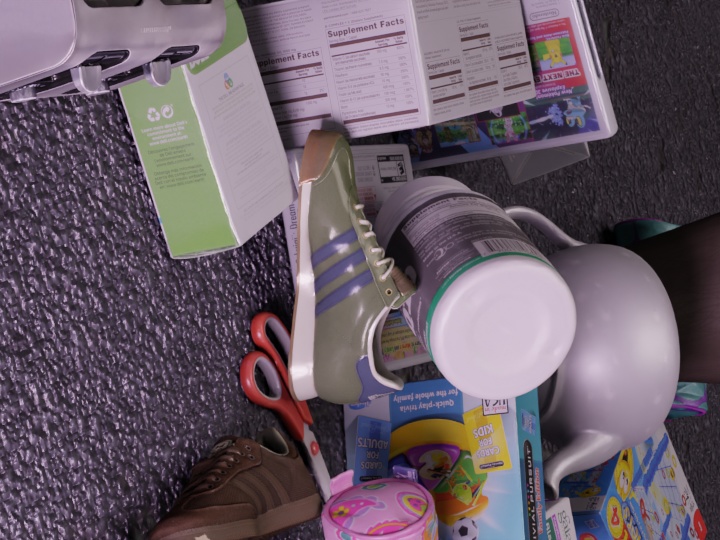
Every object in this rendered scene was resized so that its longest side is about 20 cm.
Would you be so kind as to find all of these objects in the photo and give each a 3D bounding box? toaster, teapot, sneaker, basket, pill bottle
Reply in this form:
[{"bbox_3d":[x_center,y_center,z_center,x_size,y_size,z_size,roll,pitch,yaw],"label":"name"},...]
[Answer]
[{"bbox_3d":[-0.185,-0.207,1.370,0.181,0.118,0.202,-13,93,-62],"label":"toaster"},{"bbox_3d":[0.176,0.067,1.922,0.145,0.200,0.199,-3,113,-25],"label":"teapot"},{"bbox_3d":[0.000,0.000,1.603,0.067,0.089,0.202,-26,121,-76],"label":"sneaker"},{"bbox_3d":[0.302,0.037,2.099,0.136,0.199,0.182,-21,100,-60],"label":"basket"},{"bbox_3d":[-0.097,0.155,1.499,0.200,0.070,0.076,-4,68,-66],"label":"sneaker"},{"bbox_3d":[0.080,0.007,1.663,0.114,0.113,0.200,65,-4,-27],"label":"pill bottle"}]

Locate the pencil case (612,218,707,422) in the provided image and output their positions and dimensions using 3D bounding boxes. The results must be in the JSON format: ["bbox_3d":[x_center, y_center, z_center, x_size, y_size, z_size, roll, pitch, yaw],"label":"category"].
[{"bbox_3d":[0.304,0.050,2.218,0.092,0.084,0.202,119,-30,-78],"label":"pencil case"}]

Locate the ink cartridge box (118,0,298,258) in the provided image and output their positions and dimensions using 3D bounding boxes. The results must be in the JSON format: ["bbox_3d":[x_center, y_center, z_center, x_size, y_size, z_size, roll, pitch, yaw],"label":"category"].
[{"bbox_3d":[-0.115,-0.121,1.531,0.104,0.059,0.201,-42,119,-59],"label":"ink cartridge box"}]

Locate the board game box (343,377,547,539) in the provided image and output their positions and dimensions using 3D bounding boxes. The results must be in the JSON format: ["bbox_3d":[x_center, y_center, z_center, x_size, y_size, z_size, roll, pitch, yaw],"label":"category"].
[{"bbox_3d":[0.066,0.185,1.677,0.047,0.150,0.202,15,69,-59],"label":"board game box"}]

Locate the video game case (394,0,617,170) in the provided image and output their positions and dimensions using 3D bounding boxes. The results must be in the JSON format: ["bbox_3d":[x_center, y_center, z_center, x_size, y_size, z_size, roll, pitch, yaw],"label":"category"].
[{"bbox_3d":[0.098,-0.182,1.791,0.023,0.199,0.183,-37,114,-53],"label":"video game case"}]

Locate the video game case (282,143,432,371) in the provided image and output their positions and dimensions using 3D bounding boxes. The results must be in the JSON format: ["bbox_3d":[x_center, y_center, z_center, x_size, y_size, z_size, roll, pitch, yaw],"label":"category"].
[{"bbox_3d":[0.000,-0.008,1.749,0.200,0.024,0.184,-8,90,-62],"label":"video game case"}]

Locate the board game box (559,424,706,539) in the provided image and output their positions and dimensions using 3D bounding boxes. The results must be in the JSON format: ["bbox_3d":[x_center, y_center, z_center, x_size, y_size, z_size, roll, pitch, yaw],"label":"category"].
[{"bbox_3d":[0.261,0.246,2.113,0.201,0.056,0.196,64,32,-28],"label":"board game box"}]

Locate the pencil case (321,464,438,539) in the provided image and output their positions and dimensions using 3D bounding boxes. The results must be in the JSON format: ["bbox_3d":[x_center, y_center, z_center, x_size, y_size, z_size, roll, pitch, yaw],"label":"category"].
[{"bbox_3d":[0.014,0.244,1.586,0.087,0.087,0.201,-50,143,-54],"label":"pencil case"}]

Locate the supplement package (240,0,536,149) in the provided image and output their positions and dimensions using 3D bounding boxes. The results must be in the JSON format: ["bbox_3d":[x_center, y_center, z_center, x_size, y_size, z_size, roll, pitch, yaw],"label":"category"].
[{"bbox_3d":[0.020,-0.166,1.691,0.200,0.155,0.112,-19,101,-61],"label":"supplement package"}]

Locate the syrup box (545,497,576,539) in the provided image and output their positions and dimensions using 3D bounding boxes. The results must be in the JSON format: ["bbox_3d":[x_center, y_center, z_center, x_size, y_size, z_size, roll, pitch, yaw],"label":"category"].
[{"bbox_3d":[0.110,0.252,1.811,0.200,0.081,0.079,-21,101,-60],"label":"syrup box"}]

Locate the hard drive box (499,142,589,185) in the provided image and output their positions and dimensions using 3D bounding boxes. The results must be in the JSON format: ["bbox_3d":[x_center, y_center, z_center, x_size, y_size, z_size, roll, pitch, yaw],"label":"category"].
[{"bbox_3d":[0.134,-0.193,1.926,0.200,0.076,0.157,-90,159,-63],"label":"hard drive box"}]

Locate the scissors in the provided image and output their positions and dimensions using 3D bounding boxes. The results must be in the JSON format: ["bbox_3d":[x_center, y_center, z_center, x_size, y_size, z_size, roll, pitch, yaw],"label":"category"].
[{"bbox_3d":[-0.038,0.120,1.649,0.201,0.014,0.073,59,33,-31],"label":"scissors"}]
